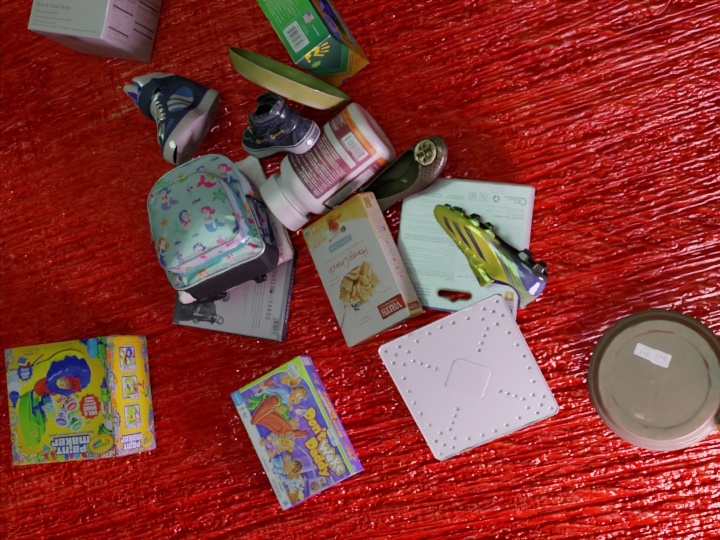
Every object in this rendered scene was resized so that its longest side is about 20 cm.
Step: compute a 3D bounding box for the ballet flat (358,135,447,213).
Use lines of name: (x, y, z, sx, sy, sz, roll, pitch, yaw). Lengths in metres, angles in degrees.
ballet flat: (0.055, -0.138, 1.553, 0.200, 0.046, 0.068, -34, 59, 44)

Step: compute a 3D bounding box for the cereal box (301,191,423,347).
cereal box: (0.000, 0.000, 1.579, 0.144, 0.039, 0.200, -31, 77, 41)

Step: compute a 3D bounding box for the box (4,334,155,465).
box: (-0.460, 0.212, 1.714, 0.200, 0.122, 0.193, -9, 84, 19)

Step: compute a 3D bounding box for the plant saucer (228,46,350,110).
plant saucer: (-0.112, -0.288, 1.589, 0.200, 0.200, 0.031, 28, 105, 19)

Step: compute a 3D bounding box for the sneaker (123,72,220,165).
sneaker: (-0.321, -0.249, 1.663, 0.146, 0.200, 0.081, 18, 130, 4)

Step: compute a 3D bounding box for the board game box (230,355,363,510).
board game box: (-0.100, 0.252, 1.625, 0.134, 0.045, 0.200, -30, 77, 15)

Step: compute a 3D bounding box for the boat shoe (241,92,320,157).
boat shoe: (-0.146, -0.230, 1.607, 0.200, 0.091, 0.071, 6, 59, 55)

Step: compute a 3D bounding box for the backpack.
backpack: (-0.235, -0.075, 1.594, 0.177, 0.151, 0.200, -23, 65, 11)

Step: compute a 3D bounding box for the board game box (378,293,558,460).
board game box: (0.157, 0.155, 1.515, 0.200, 0.026, 0.200, -25, 102, 16)

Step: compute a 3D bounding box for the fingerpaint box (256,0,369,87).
fingerpaint box: (-0.088, -0.397, 1.603, 0.073, 0.167, 0.200, -35, 75, 16)

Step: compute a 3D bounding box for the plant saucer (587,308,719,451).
plant saucer: (0.419, 0.154, 1.461, 0.200, 0.029, 0.201, -2, 85, 20)

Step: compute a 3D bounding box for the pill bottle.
pill bottle: (-0.053, -0.157, 1.604, 0.200, 0.110, 0.110, -37, 75, 13)

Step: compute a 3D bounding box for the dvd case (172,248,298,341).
dvd case: (-0.205, 0.027, 1.689, 0.200, 0.025, 0.151, 8, 89, 19)

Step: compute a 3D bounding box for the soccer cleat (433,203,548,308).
soccer cleat: (0.176, -0.023, 1.498, 0.200, 0.065, 0.084, 37, 106, 16)

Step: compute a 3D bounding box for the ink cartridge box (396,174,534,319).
ink cartridge box: (0.153, -0.037, 1.560, 0.196, 0.043, 0.201, 8, 92, 19)

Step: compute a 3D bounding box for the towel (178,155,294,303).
towel: (-0.222, -0.066, 1.677, 0.200, 0.032, 0.191, -23, 69, 11)

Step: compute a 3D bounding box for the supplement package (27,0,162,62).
supplement package: (-0.432, -0.472, 1.736, 0.151, 0.151, 0.200, 12, 90, 20)

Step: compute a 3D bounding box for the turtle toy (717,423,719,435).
turtle toy: (0.575, 0.214, 1.363, 0.200, 0.101, 0.146, 42, 100, 17)
